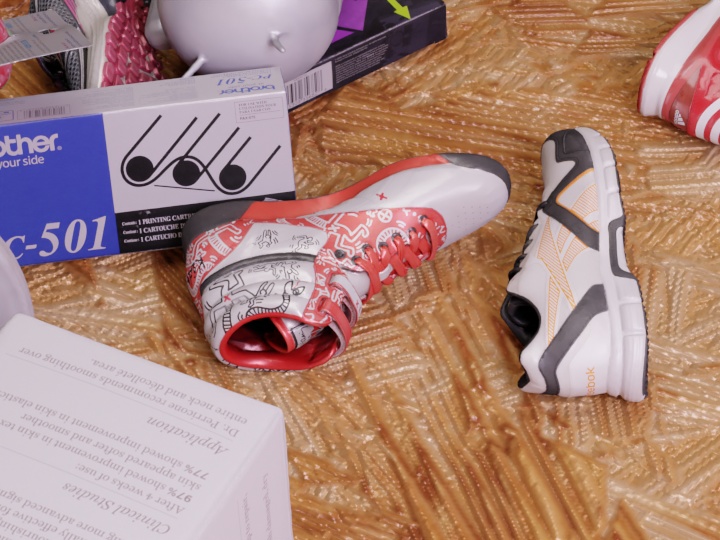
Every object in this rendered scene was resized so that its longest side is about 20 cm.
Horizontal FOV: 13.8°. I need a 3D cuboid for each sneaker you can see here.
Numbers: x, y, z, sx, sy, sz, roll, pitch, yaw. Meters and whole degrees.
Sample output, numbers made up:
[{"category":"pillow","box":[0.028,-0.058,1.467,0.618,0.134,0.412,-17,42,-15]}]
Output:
[{"category":"sneaker","box":[0.118,-0.008,1.737,0.079,0.074,0.201,-5,46,0]},{"category":"sneaker","box":[0.271,-0.143,1.874,0.115,0.078,0.200,32,67,19]},{"category":"sneaker","box":[0.000,0.001,1.738,0.200,0.067,0.108,-11,47,-4]},{"category":"sneaker","box":[-0.168,-0.131,1.873,0.074,0.081,0.201,-27,44,16]}]

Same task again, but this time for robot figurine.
[{"category":"robot figurine","box":[-0.063,-0.192,1.843,0.169,0.113,0.201,-26,36,32]}]

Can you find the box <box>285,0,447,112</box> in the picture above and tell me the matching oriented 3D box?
[{"category":"box","box":[-0.057,-0.190,1.944,0.142,0.036,0.200,-27,50,-22]}]

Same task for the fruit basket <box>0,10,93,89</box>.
[{"category":"fruit basket","box":[-0.261,-0.111,1.723,0.199,0.094,0.185,-9,13,-12]}]

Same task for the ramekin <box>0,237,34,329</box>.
[{"category":"ramekin","box":[-0.282,0.019,1.646,0.201,0.203,0.094,-11,34,-8]}]

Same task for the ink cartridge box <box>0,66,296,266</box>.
[{"category":"ink cartridge box","box":[-0.140,-0.060,1.776,0.199,0.095,0.044,-7,26,-3]}]

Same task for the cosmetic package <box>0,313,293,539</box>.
[{"category":"cosmetic package","box":[-0.151,0.164,1.515,0.167,0.167,0.200,20,49,21]}]
